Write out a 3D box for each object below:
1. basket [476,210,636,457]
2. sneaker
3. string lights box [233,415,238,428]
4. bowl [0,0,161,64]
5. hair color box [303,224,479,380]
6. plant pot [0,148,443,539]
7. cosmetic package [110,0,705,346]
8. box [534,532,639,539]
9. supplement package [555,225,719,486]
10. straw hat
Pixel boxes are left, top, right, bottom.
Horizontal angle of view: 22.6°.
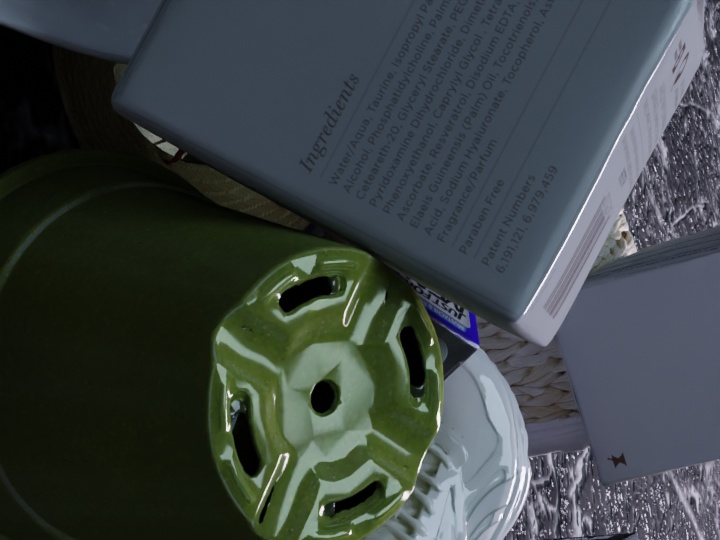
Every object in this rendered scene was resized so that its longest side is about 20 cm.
[{"bbox_3d":[0.071,0.026,1.175,0.198,0.200,0.161,-36,110,-61],"label":"basket"},{"bbox_3d":[0.029,0.134,0.927,0.099,0.078,0.201,11,88,-60],"label":"sneaker"},{"bbox_3d":[-0.071,0.074,1.008,0.200,0.059,0.103,15,67,-63],"label":"string lights box"},{"bbox_3d":[-0.137,-0.208,0.821,0.199,0.075,0.200,22,91,-22],"label":"bowl"},{"bbox_3d":[0.000,0.000,0.981,0.065,0.109,0.200,33,28,-25],"label":"hair color box"},{"bbox_3d":[-0.070,0.048,0.785,0.200,0.190,0.201,-3,95,-39],"label":"plant pot"},{"bbox_3d":[0.029,-0.087,0.810,0.167,0.200,0.167,-62,169,0],"label":"cosmetic package"},{"bbox_3d":[0.050,0.191,1.058,0.160,0.200,0.044,1,82,-64],"label":"box"},{"bbox_3d":[0.211,0.040,1.088,0.200,0.117,0.117,-21,95,-62],"label":"supplement package"},{"bbox_3d":[-0.104,-0.093,0.958,0.201,0.085,0.202,11,74,-43],"label":"straw hat"}]
